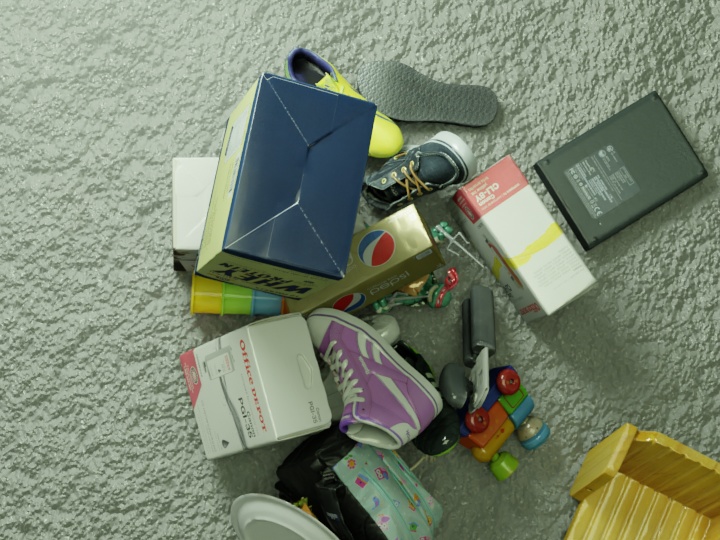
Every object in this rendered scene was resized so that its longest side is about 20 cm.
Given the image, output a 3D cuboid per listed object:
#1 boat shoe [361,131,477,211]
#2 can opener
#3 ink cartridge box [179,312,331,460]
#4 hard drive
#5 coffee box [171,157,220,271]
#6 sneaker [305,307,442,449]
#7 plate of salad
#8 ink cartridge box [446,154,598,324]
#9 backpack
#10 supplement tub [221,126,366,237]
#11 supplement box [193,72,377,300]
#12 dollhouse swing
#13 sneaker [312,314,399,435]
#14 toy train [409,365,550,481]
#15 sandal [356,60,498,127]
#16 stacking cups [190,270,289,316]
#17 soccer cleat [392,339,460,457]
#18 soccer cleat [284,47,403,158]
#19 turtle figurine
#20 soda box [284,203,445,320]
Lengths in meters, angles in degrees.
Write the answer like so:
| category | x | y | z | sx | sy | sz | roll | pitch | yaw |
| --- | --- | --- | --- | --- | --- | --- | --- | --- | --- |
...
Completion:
| category | x | y | z | sx | sy | sz | roll | pitch | yaw |
| --- | --- | --- | --- | --- | --- | --- | --- | --- | --- |
| boat shoe | 0.073 | -0.118 | 1.642 | 0.091 | 0.200 | 0.071 | -39 | 102 | -18 |
| can opener | 0.136 | 0.096 | 1.639 | 0.067 | 0.053 | 0.200 | 17 | 41 | -13 |
| ink cartridge box | -0.133 | 0.146 | 1.589 | 0.083 | 0.200 | 0.147 | -12 | 82 | -34 |
| hard drive | 0.356 | -0.137 | 1.752 | 0.200 | 0.033 | 0.140 | -31 | 86 | -7 |
| coffee box | -0.198 | -0.066 | 1.616 | 0.079 | 0.200 | 0.114 | -1 | 82 | -8 |
| sneaker | -0.008 | 0.131 | 1.529 | 0.200 | 0.073 | 0.114 | 37 | 51 | 17 |
| plate of salad | -0.074 | 0.342 | 1.590 | 0.200 | 0.200 | 0.048 | 38 | 53 | 1 |
| ink cartridge box | 0.207 | -0.036 | 1.671 | 0.083 | 0.145 | 0.200 | -34 | 86 | -7 |
| backpack | 0.005 | 0.290 | 1.610 | 0.200 | 0.167 | 0.127 | 48 | 65 | -4 |
| supplement tub | -0.084 | -0.110 | 1.639 | 0.140 | 0.140 | 0.201 | -21 | 68 | -7 |
| supplement box | -0.088 | -0.087 | 1.437 | 0.134 | 0.200 | 0.201 | 14 | 78 | -14 |
| dollhouse swing | 0.370 | 0.334 | 1.634 | 0.199 | 0.182 | 0.176 | 28 | 61 | -1 |
| sneaker | -0.011 | 0.140 | 1.659 | 0.099 | 0.078 | 0.200 | 43 | 110 | -13 |
| toy train | 0.155 | 0.226 | 1.649 | 0.116 | 0.085 | 0.200 | 49 | 62 | -11 |
| sandal | 0.086 | -0.231 | 1.744 | 0.199 | 0.043 | 0.076 | 14 | 89 | -12 |
| stacking cups | -0.122 | 0.031 | 1.682 | 0.199 | 0.061 | 0.061 | 1 | 83 | -6 |
| soccer cleat | 0.073 | 0.161 | 1.615 | 0.067 | 0.200 | 0.081 | -34 | 118 | 6 |
| soccer cleat | -0.027 | -0.220 | 1.687 | 0.200 | 0.084 | 0.065 | 42 | 81 | 18 |
| turtle figurine | 0.052 | 0.003 | 1.678 | 0.199 | 0.101 | 0.150 | 25 | 63 | 16 |
| soda box | 0.000 | 0.000 | 1.607 | 0.199 | 0.064 | 0.068 | -27 | 61 | 8 |
